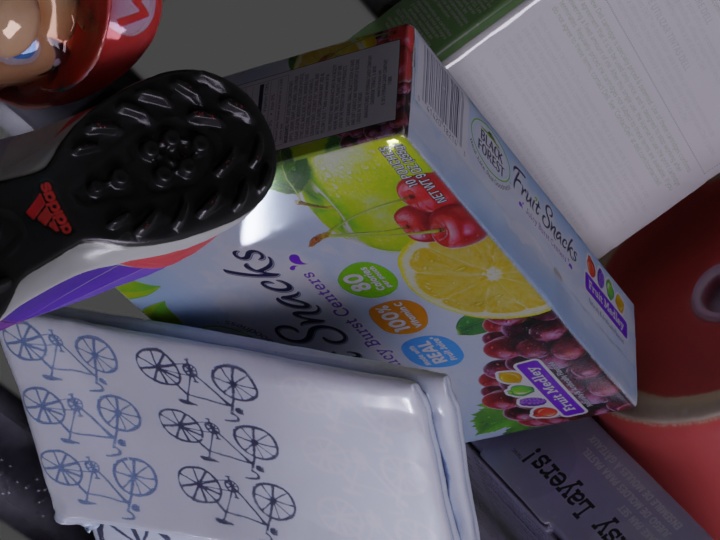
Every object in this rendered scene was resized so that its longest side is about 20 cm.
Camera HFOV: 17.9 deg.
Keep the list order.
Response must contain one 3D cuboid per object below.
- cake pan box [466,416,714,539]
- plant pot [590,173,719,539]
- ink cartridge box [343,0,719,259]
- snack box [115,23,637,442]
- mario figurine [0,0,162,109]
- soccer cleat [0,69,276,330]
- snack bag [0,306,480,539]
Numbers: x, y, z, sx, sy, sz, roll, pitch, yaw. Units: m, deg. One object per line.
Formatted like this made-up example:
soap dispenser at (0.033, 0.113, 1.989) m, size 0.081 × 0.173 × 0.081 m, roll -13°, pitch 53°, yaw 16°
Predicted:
cake pan box at (0.103, 0.131, 0.958) m, size 0.052 × 0.200 × 0.184 m, roll -36°, pitch 137°, yaw -9°
plant pot at (0.186, 0.056, 0.959) m, size 0.200 × 0.201 × 0.177 m, roll -37°, pitch 128°, yaw 5°
ink cartridge box at (0.102, -0.083, 0.873) m, size 0.200 × 0.048 × 0.146 m, roll -36°, pitch 138°, yaw 3°
snack box at (0.000, 0.000, 0.844) m, size 0.142 × 0.053 × 0.200 m, roll -13°, pitch 144°, yaw 26°
mario figurine at (-0.151, -0.085, 0.676) m, size 0.199 × 0.106 × 0.124 m, roll 1°, pitch 145°, yaw -26°
soccer cleat at (-0.119, -0.006, 0.688) m, size 0.200 × 0.068 × 0.073 m, roll -21°, pitch 170°, yaw -34°
snack bag at (-0.038, 0.103, 0.868) m, size 0.021 × 0.188 × 0.200 m, roll -53°, pitch 142°, yaw -43°
